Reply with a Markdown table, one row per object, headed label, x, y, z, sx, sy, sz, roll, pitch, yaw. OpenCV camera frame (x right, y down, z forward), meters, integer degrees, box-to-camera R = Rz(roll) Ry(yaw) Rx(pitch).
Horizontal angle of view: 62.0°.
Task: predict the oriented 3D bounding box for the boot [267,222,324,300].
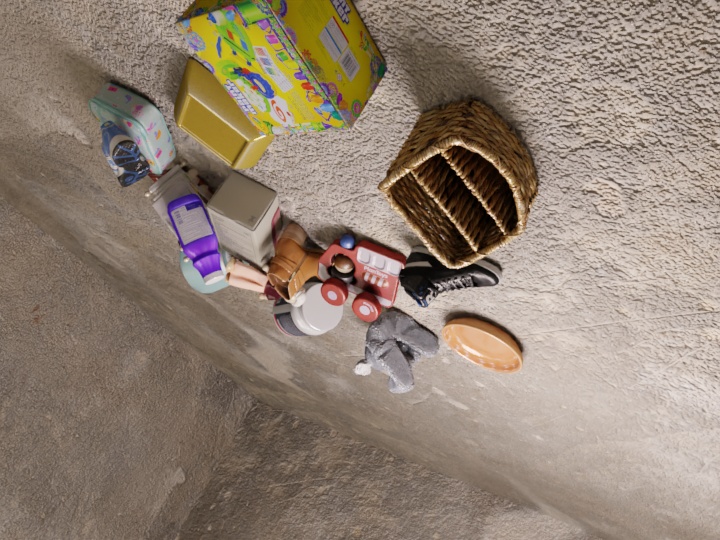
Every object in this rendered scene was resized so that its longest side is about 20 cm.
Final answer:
| label | x | y | z | sx | sy | sz | roll | pitch | yaw |
| --- | --- | --- | --- | --- | --- | --- | --- | --- | --- |
| boot | -0.137 | 0.008 | 1.401 | 0.073 | 0.156 | 0.200 | -16 | 131 | 37 |

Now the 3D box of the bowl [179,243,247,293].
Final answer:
| label | x | y | z | sx | sy | sz | roll | pitch | yaw |
| --- | --- | --- | --- | --- | --- | --- | --- | --- | --- |
| bowl | -0.361 | -0.042 | 1.555 | 0.103 | 0.203 | 0.202 | 0 | 145 | 28 |

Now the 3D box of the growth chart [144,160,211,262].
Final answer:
| label | x | y | z | sx | sy | sz | roll | pitch | yaw |
| --- | --- | --- | --- | --- | --- | --- | --- | --- | --- |
| growth chart | -0.406 | -0.143 | 1.408 | 0.202 | 0.144 | 0.018 | 60 | 154 | -14 |

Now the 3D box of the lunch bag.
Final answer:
| label | x | y | z | sx | sy | sz | roll | pitch | yaw |
| --- | --- | --- | --- | --- | --- | --- | --- | --- | --- |
| lunch bag | -0.502 | -0.307 | 1.321 | 0.158 | 0.078 | 0.201 | 26 | 155 | 9 |

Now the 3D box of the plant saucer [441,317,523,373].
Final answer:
| label | x | y | z | sx | sy | sz | roll | pitch | yaw |
| --- | --- | --- | --- | --- | --- | --- | --- | --- | --- |
| plant saucer | 0.283 | 0.168 | 1.383 | 0.198 | 0.038 | 0.201 | 26 | 155 | 13 |

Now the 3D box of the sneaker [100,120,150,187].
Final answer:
| label | x | y | z | sx | sy | sz | roll | pitch | yaw |
| --- | --- | --- | --- | --- | --- | --- | --- | --- | --- |
| sneaker | -0.504 | -0.246 | 1.279 | 0.077 | 0.075 | 0.200 | 52 | 157 | 7 |

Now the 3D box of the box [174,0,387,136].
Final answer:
| label | x | y | z | sx | sy | sz | roll | pitch | yaw |
| --- | --- | --- | --- | --- | --- | --- | --- | --- | --- |
| box | -0.103 | -0.300 | 0.806 | 0.190 | 0.123 | 0.200 | 8 | 149 | 41 |

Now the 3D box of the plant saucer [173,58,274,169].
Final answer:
| label | x | y | z | sx | sy | sz | roll | pitch | yaw |
| --- | --- | --- | --- | --- | --- | --- | --- | --- | --- |
| plant saucer | -0.271 | -0.278 | 1.144 | 0.199 | 0.049 | 0.199 | 36 | 156 | -14 |

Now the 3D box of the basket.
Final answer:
| label | x | y | z | sx | sy | sz | roll | pitch | yaw |
| --- | --- | --- | --- | --- | --- | --- | --- | --- | --- |
| basket | 0.150 | -0.113 | 0.842 | 0.142 | 0.150 | 0.200 | -1 | 141 | 50 |

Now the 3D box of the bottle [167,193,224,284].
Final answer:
| label | x | y | z | sx | sy | sz | roll | pitch | yaw |
| --- | --- | --- | --- | --- | --- | --- | --- | --- | --- |
| bottle | -0.366 | -0.069 | 1.355 | 0.203 | 0.082 | 0.065 | 65 | 165 | 6 |

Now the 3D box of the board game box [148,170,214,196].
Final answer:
| label | x | y | z | sx | sy | sz | roll | pitch | yaw |
| --- | --- | --- | --- | --- | --- | --- | --- | --- | --- |
| board game box | -0.452 | -0.212 | 1.526 | 0.198 | 0.020 | 0.103 | 10 | 147 | 40 |

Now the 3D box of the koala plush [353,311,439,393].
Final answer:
| label | x | y | z | sx | sy | sz | roll | pitch | yaw |
| --- | --- | --- | --- | --- | --- | --- | --- | --- | --- |
| koala plush | 0.069 | 0.206 | 1.566 | 0.184 | 0.178 | 0.200 | 45 | 156 | -5 |

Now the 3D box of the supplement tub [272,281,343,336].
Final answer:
| label | x | y | z | sx | sy | sz | roll | pitch | yaw |
| --- | --- | --- | --- | --- | --- | --- | --- | --- | --- |
| supplement tub | -0.146 | 0.107 | 1.640 | 0.140 | 0.142 | 0.199 | 39 | 156 | -20 |

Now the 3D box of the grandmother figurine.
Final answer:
| label | x | y | z | sx | sy | sz | roll | pitch | yaw |
| --- | --- | --- | --- | --- | --- | --- | --- | --- | --- |
| grandmother figurine | -0.223 | 0.035 | 1.431 | 0.197 | 0.061 | 0.122 | 20 | 149 | -1 |

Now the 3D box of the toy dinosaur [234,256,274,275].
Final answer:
| label | x | y | z | sx | sy | sz | roll | pitch | yaw |
| --- | --- | --- | --- | --- | --- | --- | --- | --- | --- |
| toy dinosaur | -0.250 | -0.015 | 1.496 | 0.200 | 0.134 | 0.087 | 48 | 140 | 28 |

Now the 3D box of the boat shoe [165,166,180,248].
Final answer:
| label | x | y | z | sx | sy | sz | roll | pitch | yaw |
| --- | --- | --- | --- | --- | --- | --- | --- | --- | --- |
| boat shoe | -0.431 | -0.148 | 1.438 | 0.073 | 0.064 | 0.203 | -16 | 94 | 47 |

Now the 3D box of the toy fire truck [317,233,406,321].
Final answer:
| label | x | y | z | sx | sy | sz | roll | pitch | yaw |
| --- | --- | --- | --- | --- | --- | --- | --- | --- | --- |
| toy fire truck | 0.000 | 0.000 | 1.326 | 0.197 | 0.112 | 0.170 | 23 | 132 | 14 |

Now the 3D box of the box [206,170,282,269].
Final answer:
| label | x | y | z | sx | sy | sz | roll | pitch | yaw |
| --- | --- | --- | --- | --- | --- | --- | --- | --- | --- |
| box | -0.261 | -0.111 | 1.384 | 0.126 | 0.110 | 0.201 | 27 | 156 | 8 |

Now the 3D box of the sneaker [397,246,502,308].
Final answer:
| label | x | y | z | sx | sy | sz | roll | pitch | yaw |
| --- | --- | --- | --- | --- | --- | --- | --- | --- | --- |
| sneaker | 0.165 | 0.029 | 1.151 | 0.197 | 0.113 | 0.073 | 14 | 153 | 34 |
